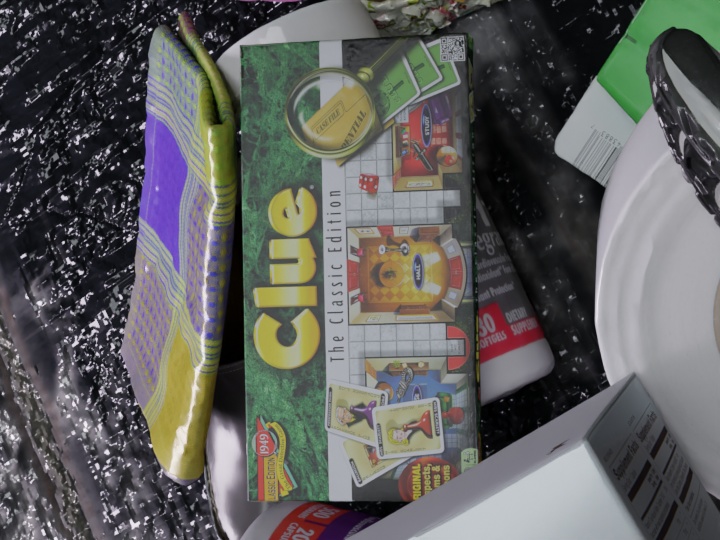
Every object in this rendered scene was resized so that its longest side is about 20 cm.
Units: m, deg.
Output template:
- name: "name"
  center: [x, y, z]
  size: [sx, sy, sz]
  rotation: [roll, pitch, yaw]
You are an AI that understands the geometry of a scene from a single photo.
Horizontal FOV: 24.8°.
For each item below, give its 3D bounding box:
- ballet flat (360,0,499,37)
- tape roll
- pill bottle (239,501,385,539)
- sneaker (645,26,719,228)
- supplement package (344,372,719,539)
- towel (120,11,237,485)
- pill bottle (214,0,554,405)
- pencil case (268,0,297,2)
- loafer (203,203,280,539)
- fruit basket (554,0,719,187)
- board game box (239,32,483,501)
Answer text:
- name: "ballet flat"
  center: [0.068, -0.169, 0.796]
  size: [0.199, 0.064, 0.076]
  rotation: [-29, 73, 21]
- name: "tape roll"
  center: [0.196, 0.002, 0.669]
  size: [0.201, 0.071, 0.204]
  rotation: [4, 116, 8]
- name: "pill bottle"
  center: [0.036, 0.179, 0.766]
  size: [0.199, 0.112, 0.113]
  rotation: [8, 91, 26]
- name: "sneaker"
  center: [0.183, -0.022, 0.571]
  size: [0.200, 0.074, 0.079]
  rotation: [41, 89, 14]
- name: "supplement package"
  center: [0.083, 0.170, 0.606]
  size: [0.151, 0.151, 0.201]
  rotation: [-32, 86, 17]
- name: "towel"
  center: [-0.091, -0.009, 0.810]
  size: [0.144, 0.023, 0.201]
  rotation: [-119, 34, -55]
- name: "pill bottle"
  center: [0.005, -0.021, 0.782]
  size: [0.110, 0.111, 0.201]
  rotation: [-27, 83, 22]
- name: "pencil case"
  center: [-0.083, -0.173, 0.796]
  size: [0.087, 0.200, 0.088]
  rotation: [5, 101, 26]
- name: "loafer"
  center: [-0.062, 0.050, 0.842]
  size: [0.072, 0.072, 0.202]
  rotation: [-4, 86, 24]
- name: "fruit basket"
  center: [0.215, -0.077, 0.720]
  size: [0.199, 0.094, 0.186]
  rotation: [32, 108, 3]
- name: "board game box"
  center: [0.000, 0.000, 0.715]
  size: [0.104, 0.023, 0.202]
  rotation: [-2, 88, 13]
